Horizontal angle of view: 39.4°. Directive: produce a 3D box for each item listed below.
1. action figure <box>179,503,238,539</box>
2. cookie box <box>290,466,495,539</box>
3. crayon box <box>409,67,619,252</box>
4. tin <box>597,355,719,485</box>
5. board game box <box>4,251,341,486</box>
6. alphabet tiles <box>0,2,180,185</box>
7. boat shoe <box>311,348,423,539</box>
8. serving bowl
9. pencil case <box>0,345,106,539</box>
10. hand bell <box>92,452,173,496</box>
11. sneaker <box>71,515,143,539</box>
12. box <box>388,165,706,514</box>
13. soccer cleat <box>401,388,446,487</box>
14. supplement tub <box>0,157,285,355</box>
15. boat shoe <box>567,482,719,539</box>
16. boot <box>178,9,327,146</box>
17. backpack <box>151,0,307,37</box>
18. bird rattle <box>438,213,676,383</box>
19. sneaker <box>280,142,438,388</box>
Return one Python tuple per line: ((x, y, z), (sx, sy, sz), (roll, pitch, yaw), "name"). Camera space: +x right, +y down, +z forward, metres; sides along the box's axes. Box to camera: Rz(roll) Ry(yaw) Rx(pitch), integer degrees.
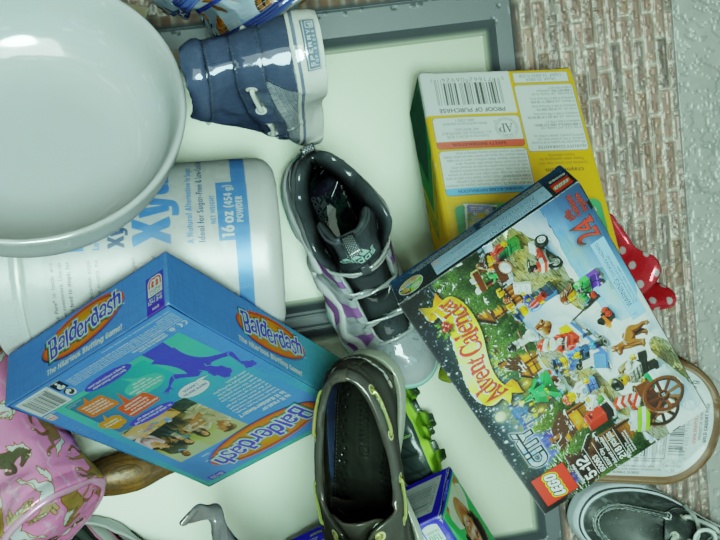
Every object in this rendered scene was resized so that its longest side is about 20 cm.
((-0.045, 0.234, 0.684), (0.193, 0.104, 0.201), (38, 111, 10), "action figure")
((0.047, 0.281, 0.779), (0.170, 0.075, 0.201), (-29, 101, 21), "cookie box")
((0.113, -0.055, 0.750), (0.124, 0.052, 0.203), (-3, 61, -8), "crayon box")
((0.210, 0.121, 0.847), (0.197, 0.042, 0.114), (4, 92, -9), "tin")
((-0.120, 0.079, 0.705), (0.151, 0.045, 0.200), (-29, 140, 22), "board game box")
((-0.232, -0.135, 0.708), (0.197, 0.008, 0.169), (11, 62, -5), "alphabet tiles")
((0.000, 0.159, 0.685), (0.071, 0.060, 0.205), (-3, 96, 20), "boat shoe")
((-0.212, -0.091, 0.648), (0.197, 0.066, 0.203), (4, 63, -8), "serving bowl")
((-0.264, 0.110, 0.707), (0.200, 0.082, 0.087), (44, 114, 21), "pencil case")
((-0.240, 0.168, 0.769), (0.197, 0.104, 0.106), (-9, 99, -19), "hand bell")
((-0.182, 0.245, 0.776), (0.197, 0.086, 0.082), (8, 94, -8), "sneaker")
((0.128, 0.052, 0.673), (0.136, 0.038, 0.201), (-34, 113, 5), "box")
((0.038, 0.183, 0.816), (0.080, 0.068, 0.203), (-17, 100, 7), "soccer cleat")
((-0.157, -0.010, 0.726), (0.197, 0.132, 0.134), (-5, 98, -9), "supplement tub")
((0.272, 0.239, 0.854), (0.197, 0.068, 0.074), (28, 92, -11), "boat shoe")
((-0.073, -0.126, 0.692), (0.089, 0.200, 0.074), (-10, 84, -5), "boot")
((-0.080, -0.244, 0.678), (0.154, 0.190, 0.200), (45, 88, -11), "backpack")
((0.161, 0.061, 0.784), (0.197, 0.113, 0.165), (-12, 61, -12), "bird rattle")
((0.000, 0.000, 0.730), (0.077, 0.140, 0.202), (-32, 90, -5), "sneaker")
